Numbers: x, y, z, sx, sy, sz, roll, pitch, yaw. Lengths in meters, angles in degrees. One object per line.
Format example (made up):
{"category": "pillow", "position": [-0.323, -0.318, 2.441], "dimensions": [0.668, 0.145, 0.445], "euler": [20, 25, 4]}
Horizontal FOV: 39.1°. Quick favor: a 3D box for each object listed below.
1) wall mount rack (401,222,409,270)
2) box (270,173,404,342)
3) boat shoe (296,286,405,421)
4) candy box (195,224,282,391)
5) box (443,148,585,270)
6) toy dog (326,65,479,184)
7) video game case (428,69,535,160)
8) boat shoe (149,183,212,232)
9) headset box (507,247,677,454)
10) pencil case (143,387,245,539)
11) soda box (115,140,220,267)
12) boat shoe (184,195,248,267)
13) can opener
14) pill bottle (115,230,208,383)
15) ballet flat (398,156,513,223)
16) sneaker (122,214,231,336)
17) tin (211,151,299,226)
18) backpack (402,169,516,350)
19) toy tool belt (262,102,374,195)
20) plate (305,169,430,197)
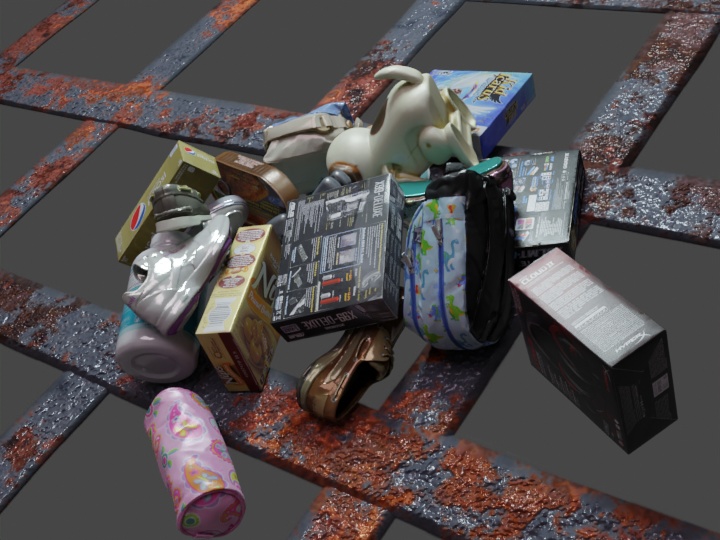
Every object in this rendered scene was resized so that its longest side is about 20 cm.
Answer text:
{"category": "wall mount rack", "position": [0.000, 0.000, 1.382], "dimensions": [0.199, 0.075, 0.174], "euler": [-32, 65, -9]}
{"category": "box", "position": [-0.027, -0.018, 1.292], "dimensions": [0.157, 0.050, 0.201], "euler": [-14, 50, 23]}
{"category": "boat shoe", "position": [0.009, 0.109, 1.262], "dimensions": [0.074, 0.076, 0.200], "euler": [28, 69, 37]}
{"category": "candy box", "position": [-0.148, 0.048, 1.359], "dimensions": [0.055, 0.116, 0.201], "euler": [-3, 44, 20]}
{"category": "box", "position": [0.200, -0.081, 1.393], "dimensions": [0.197, 0.050, 0.201], "euler": [-6, 42, 23]}
{"category": "toy dog", "position": [0.044, -0.173, 1.422], "dimensions": [0.199, 0.194, 0.140], "euler": [-29, 44, 25]}
{"category": "video game case", "position": [0.152, -0.249, 1.586], "dimensions": [0.180, 0.046, 0.200], "euler": [10, 42, 31]}
{"category": "boat shoe", "position": [-0.250, -0.089, 1.407], "dimensions": [0.072, 0.061, 0.202], "euler": [-13, 5, -2]}
{"category": "headset box", "position": [0.248, 0.081, 1.117], "dimensions": [0.075, 0.149, 0.200], "euler": [-32, 42, -11]}
{"category": "pencil case", "position": [-0.201, 0.229, 1.215], "dimensions": [0.087, 0.088, 0.200], "euler": [-29, 39, -7]}
{"category": "soda box", "position": [-0.295, -0.092, 1.542], "dimensions": [0.200, 0.068, 0.064], "euler": [-52, 35, 22]}
{"category": "boat shoe", "position": [-0.236, -0.026, 1.513], "dimensions": [0.202, 0.075, 0.086], "euler": [-39, 48, -9]}
{"category": "can opener", "position": [-0.089, -0.076, 1.437], "dimensions": [0.067, 0.200, 0.053], "euler": [43, 40, 5]}
{"category": "pill bottle", "position": [-0.268, 0.045, 1.397], "dimensions": [0.110, 0.111, 0.201], "euler": [-9, 53, 16]}
{"category": "ballet flat", "position": [0.110, -0.094, 1.362], "dimensions": [0.199, 0.072, 0.069], "euler": [-14, 22, 13]}
{"category": "sneaker", "position": [-0.236, -0.012, 1.329], "dimensions": [0.099, 0.075, 0.200], "euler": [29, 51, -1]}
{"category": "tin", "position": [-0.163, -0.117, 1.553], "dimensions": [0.199, 0.112, 0.042], "euler": [24, 46, 40]}
{"category": "backpack", "position": [0.125, -0.001, 1.249], "dimensions": [0.153, 0.163, 0.201], "euler": [-17, 74, 25]}
{"category": "toy tool belt", "position": [-0.054, -0.208, 1.557], "dimensions": [0.199, 0.125, 0.123], "euler": [-16, 48, 7]}
{"category": "plate", "position": [0.011, -0.117, 1.539], "dimensions": [0.199, 0.026, 0.201], "euler": [-12, 42, 11]}
